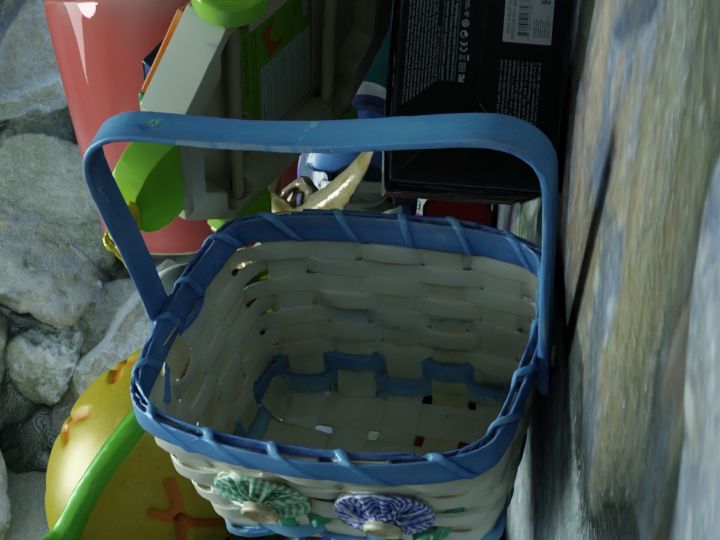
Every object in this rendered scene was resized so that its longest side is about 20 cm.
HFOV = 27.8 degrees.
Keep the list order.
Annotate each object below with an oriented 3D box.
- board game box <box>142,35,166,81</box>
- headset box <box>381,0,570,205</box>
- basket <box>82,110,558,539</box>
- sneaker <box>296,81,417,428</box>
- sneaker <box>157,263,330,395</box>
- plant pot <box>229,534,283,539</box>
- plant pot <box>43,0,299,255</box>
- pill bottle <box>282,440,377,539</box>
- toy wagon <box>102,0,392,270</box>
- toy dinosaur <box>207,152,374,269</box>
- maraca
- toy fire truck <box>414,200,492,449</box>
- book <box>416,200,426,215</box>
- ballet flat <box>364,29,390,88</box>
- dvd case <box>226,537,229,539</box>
[{"bbox_3d":[-0.044,-0.145,0.824,0.200,0.035,0.136,-50,-9,-20],"label":"board game box"},{"bbox_3d":[0.052,-0.109,0.707,0.200,0.077,0.149,-121,36,-88],"label":"headset box"},{"bbox_3d":[-0.003,0.021,0.576,0.139,0.176,0.200,-67,-28,-47],"label":"basket"},{"bbox_3d":[0.000,0.000,0.896,0.147,0.080,0.200,-102,18,-62],"label":"sneaker"},{"bbox_3d":[-0.030,0.021,0.732,0.200,0.085,0.075,10,-125,-63],"label":"sneaker"},{"bbox_3d":[-0.053,0.270,0.972,0.200,0.193,0.200,-58,8,13],"label":"plant pot"},{"bbox_3d":[-0.118,-0.111,1.037,0.200,0.200,0.178,-84,-10,-77],"label":"plant pot"},{"bbox_3d":[0.012,0.160,0.752,0.200,0.112,0.112,-82,-3,-77],"label":"pill bottle"},{"bbox_3d":[-0.052,-0.081,0.653,0.200,0.040,0.155,-46,-22,-29],"label":"toy wagon"},{"bbox_3d":[-0.038,-0.024,0.839,0.200,0.058,0.101,-48,41,29],"label":"toy dinosaur"},{"bbox_3d":[-0.118,0.115,0.770,0.200,0.107,0.137,-49,-22,-13],"label":"maraca"},{"bbox_3d":[0.055,0.028,0.880,0.141,0.049,0.200,95,-179,-63],"label":"toy fire truck"},{"bbox_3d":[0.027,-0.046,1.057,0.048,0.134,0.200,-46,-21,-26],"label":"book"},{"bbox_3d":[-0.006,-0.186,0.960,0.072,0.072,0.200,-70,-11,-89],"label":"ballet flat"},{"bbox_3d":[-0.110,0.167,0.939,0.200,0.018,0.143,-51,11,43],"label":"dvd case"}]
